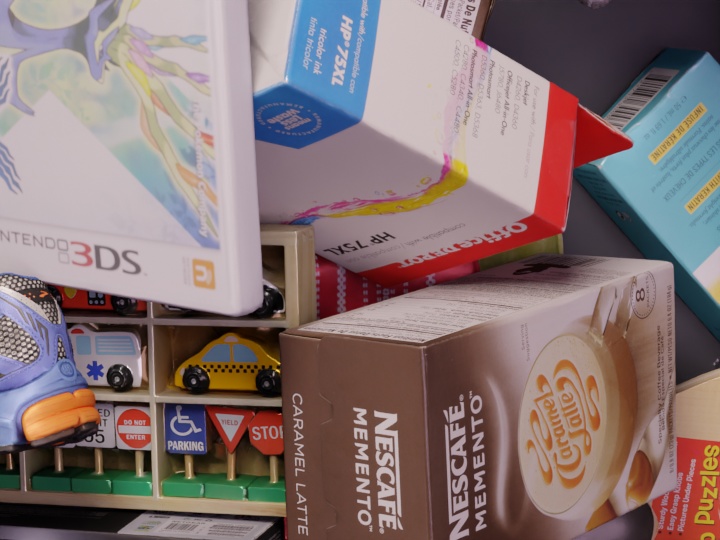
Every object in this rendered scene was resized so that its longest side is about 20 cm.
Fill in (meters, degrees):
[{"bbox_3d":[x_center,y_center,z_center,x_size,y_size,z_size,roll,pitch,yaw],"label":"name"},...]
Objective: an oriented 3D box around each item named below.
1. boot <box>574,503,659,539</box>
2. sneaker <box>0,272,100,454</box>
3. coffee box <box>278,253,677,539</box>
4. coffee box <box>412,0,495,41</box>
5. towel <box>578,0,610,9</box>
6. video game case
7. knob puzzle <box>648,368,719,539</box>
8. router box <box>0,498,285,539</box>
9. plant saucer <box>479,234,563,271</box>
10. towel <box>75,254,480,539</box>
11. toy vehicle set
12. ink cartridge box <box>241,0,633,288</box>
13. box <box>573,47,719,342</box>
[{"bbox_3d":[0.069,0.183,1.022,0.200,0.138,0.078,-36,106,0],"label":"boot"},{"bbox_3d":[-0.197,0.043,0.929,0.200,0.075,0.079,-8,87,27],"label":"sneaker"},{"bbox_3d":[0.058,0.065,0.964,0.200,0.080,0.115,-17,107,-50],"label":"coffee box"},{"bbox_3d":[-0.046,-0.151,0.963,0.199,0.113,0.080,13,95,-19],"label":"coffee box"},{"bbox_3d":[0.163,-0.194,0.922,0.200,0.166,0.086,-32,97,-5],"label":"towel"},{"bbox_3d":[-0.121,-0.090,0.874,0.022,0.182,0.201,-23,116,-52],"label":"video game case"},{"bbox_3d":[0.173,0.138,1.106,0.219,0.030,0.220,0,110,0],"label":"knob puzzle"},{"bbox_3d":[-0.133,0.184,0.968,0.199,0.052,0.158,2,99,15],"label":"router box"},{"bbox_3d":[0.000,0.000,1.043,0.199,0.031,0.201,-3,100,-18],"label":"plant saucer"},{"bbox_3d":[-0.035,0.063,1.015,0.199,0.022,0.145,-5,99,-17],"label":"towel"},{"bbox_3d":[-0.117,0.041,0.960,0.199,0.027,0.125,1,99,17],"label":"toy vehicle set"},{"bbox_3d":[0.011,-0.053,0.933,0.200,0.116,0.067,26,61,-35],"label":"ink cartridge box"},{"bbox_3d":[0.197,-0.012,1.093,0.082,0.049,0.200,-46,108,-6],"label":"box"}]
